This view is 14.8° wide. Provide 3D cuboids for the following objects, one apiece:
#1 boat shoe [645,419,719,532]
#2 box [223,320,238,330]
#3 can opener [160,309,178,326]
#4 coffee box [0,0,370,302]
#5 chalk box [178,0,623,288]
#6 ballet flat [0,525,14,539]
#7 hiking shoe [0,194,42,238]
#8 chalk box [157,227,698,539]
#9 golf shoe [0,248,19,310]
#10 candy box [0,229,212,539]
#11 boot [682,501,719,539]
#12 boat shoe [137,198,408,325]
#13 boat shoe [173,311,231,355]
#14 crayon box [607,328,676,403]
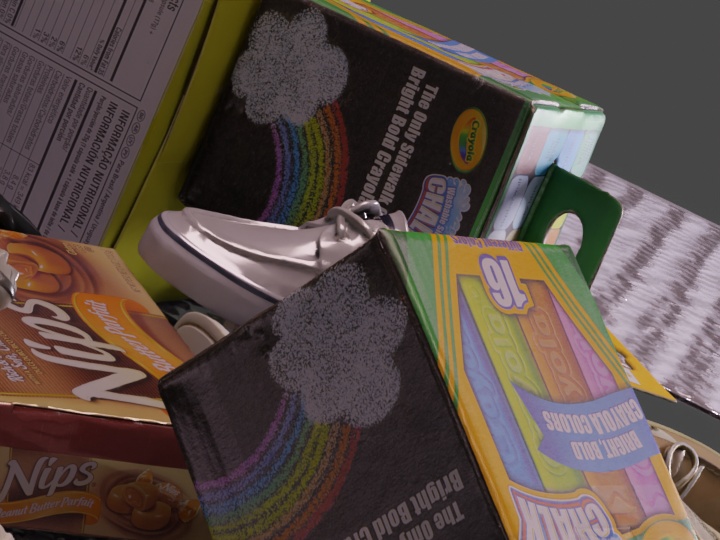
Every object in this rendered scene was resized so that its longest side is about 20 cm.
[{"bbox_3d":[0.101,0.098,1.292,0.200,0.074,0.063,20,2,-22],"label":"boat shoe"},{"bbox_3d":[0.031,0.063,1.341,0.199,0.069,0.082,19,14,-22],"label":"box"},{"bbox_3d":[-0.035,0.062,1.241,0.199,0.067,0.053,27,-17,24],"label":"can opener"},{"bbox_3d":[-0.139,-0.114,1.438,0.197,0.201,0.199,29,14,20],"label":"coffee box"},{"bbox_3d":[0.037,-0.046,1.371,0.199,0.125,0.124,27,11,19],"label":"chalk box"},{"bbox_3d":[-0.165,0.085,0.907,0.199,0.068,0.068,25,12,3],"label":"ballet flat"},{"bbox_3d":[-0.230,-0.036,1.248,0.199,0.075,0.087,22,14,-11],"label":"hiking shoe"},{"bbox_3d":[0.037,0.102,0.988,0.124,0.124,0.201,4,59,-52],"label":"chalk box"},{"bbox_3d":[-0.234,0.010,1.070,0.199,0.098,0.078,5,-35,30],"label":"golf shoe"},{"bbox_3d":[-0.132,0.042,1.139,0.115,0.056,0.200,9,19,-25],"label":"candy box"},{"bbox_3d":[0.095,0.124,1.125,0.200,0.072,0.154,55,23,15],"label":"boot"},{"bbox_3d":[0.000,0.000,1.245,0.199,0.066,0.074,18,19,-21],"label":"boat shoe"},{"bbox_3d":[-0.033,0.083,1.136,0.062,0.075,0.200,14,18,-31],"label":"boat shoe"},{"bbox_3d":[0.058,0.041,1.513,0.199,0.052,0.126,18,14,-22],"label":"crayon box"}]
